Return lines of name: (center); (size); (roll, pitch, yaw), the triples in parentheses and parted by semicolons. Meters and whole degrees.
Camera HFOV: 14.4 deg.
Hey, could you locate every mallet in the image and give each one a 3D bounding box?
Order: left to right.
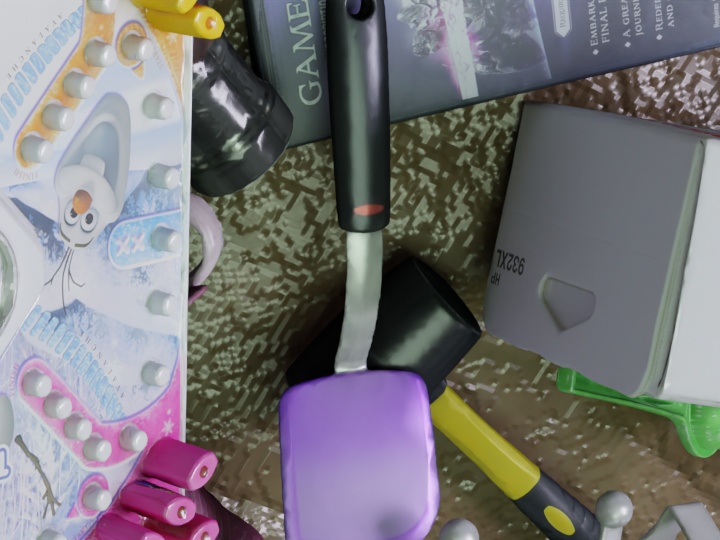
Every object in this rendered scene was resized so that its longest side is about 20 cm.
mallet: (0.047, 0.078, 1.030); (0.066, 0.041, 0.200); (-35, 126, 4)

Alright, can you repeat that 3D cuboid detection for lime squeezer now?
lime squeezer: (0.147, 0.055, 1.023); (0.199, 0.071, 0.038); (10, 102, -20)

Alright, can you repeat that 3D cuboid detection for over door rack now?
over door rack: (0.108, 0.098, 0.955); (0.147, 0.067, 0.200); (-6, 163, -34)

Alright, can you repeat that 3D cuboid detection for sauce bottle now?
sauce bottle: (-0.092, -0.103, 0.868); (0.066, 0.066, 0.200); (-35, 124, 5)

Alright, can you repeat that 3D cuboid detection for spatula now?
spatula: (0.000, 0.000, 0.937); (0.056, 0.021, 0.202); (-6, 109, -19)

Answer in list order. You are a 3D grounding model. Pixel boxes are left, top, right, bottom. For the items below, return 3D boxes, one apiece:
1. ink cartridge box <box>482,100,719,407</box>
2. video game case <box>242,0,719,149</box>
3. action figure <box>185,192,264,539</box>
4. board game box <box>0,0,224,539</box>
ink cartridge box: (0.161, 0.004, 0.946); (0.199, 0.145, 0.084); (9, 95, -21)
video game case: (0.056, -0.126, 0.925); (0.199, 0.019, 0.144); (-13, 121, -8)
action figure: (-0.080, 0.084, 0.977); (0.200, 0.133, 0.150); (49, 54, -44)
board game box: (-0.110, 0.006, 0.794); (0.199, 0.026, 0.202); (-14, 111, -49)
